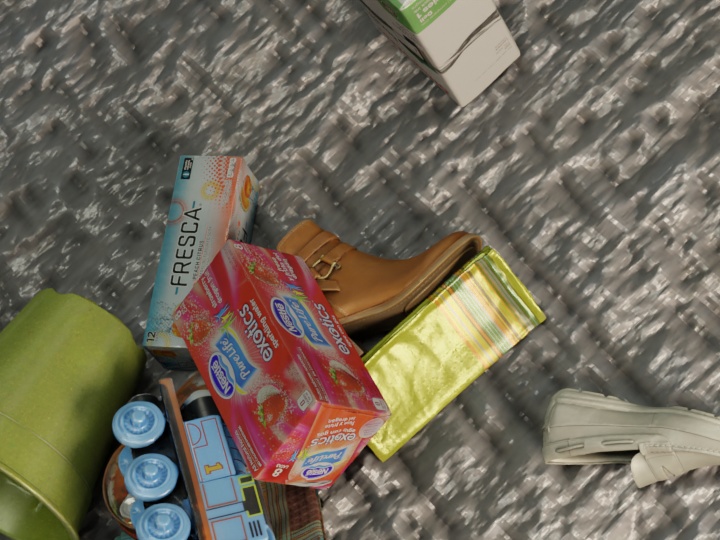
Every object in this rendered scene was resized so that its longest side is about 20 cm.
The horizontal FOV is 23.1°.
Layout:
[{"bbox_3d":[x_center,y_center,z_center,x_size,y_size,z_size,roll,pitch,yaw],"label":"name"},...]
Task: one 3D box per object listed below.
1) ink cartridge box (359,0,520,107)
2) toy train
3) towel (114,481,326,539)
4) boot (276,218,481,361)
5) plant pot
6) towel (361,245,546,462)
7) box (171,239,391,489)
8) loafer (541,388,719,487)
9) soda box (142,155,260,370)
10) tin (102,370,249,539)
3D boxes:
[{"bbox_3d":[0.054,-0.261,1.648,0.084,0.200,0.146,-43,60,-1],"label":"ink cartridge box"},{"bbox_3d":[-0.143,0.184,1.503,0.113,0.087,0.201,-11,52,-11],"label":"toy train"},{"bbox_3d":[-0.125,0.247,1.546,0.199,0.022,0.147,-24,36,8],"label":"towel"},{"bbox_3d":[0.000,0.000,1.621,0.200,0.074,0.155,-41,57,-6],"label":"boot"},{"bbox_3d":[-0.292,0.127,1.610,0.199,0.201,0.191,18,60,24],"label":"plant pot"},{"bbox_3d":[0.068,0.075,1.568,0.200,0.018,0.086,-42,101,-3],"label":"towel"},{"bbox_3d":[-0.071,0.081,1.530,0.100,0.095,0.201,-51,49,25],"label":"box"},{"bbox_3d":[0.247,0.149,1.478,0.199,0.070,0.070,7,74,29],"label":"loafer"},{"bbox_3d":[-0.150,-0.007,1.675,0.068,0.064,0.202,2,67,17],"label":"soda box"},{"bbox_3d":[-0.142,0.163,1.589,0.112,0.042,0.200,32,65,34],"label":"tin"}]
